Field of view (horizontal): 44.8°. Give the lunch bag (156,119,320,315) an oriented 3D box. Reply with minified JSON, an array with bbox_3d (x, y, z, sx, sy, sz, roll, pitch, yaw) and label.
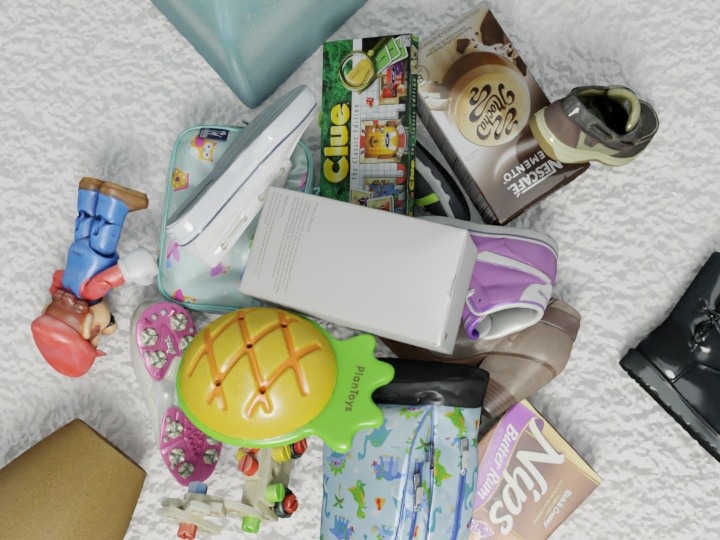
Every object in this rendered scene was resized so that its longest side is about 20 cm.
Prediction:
[{"bbox_3d":[-0.125,-0.054,0.917,0.157,0.077,0.204,7,85,4],"label":"lunch bag"}]

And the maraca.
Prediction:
[{"bbox_3d":[-0.070,0.097,0.781,0.196,0.108,0.139,7,58,12],"label":"maraca"}]

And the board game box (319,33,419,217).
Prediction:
[{"bbox_3d":[0.007,-0.131,0.881,0.103,0.023,0.204,2,92,30],"label":"board game box"}]

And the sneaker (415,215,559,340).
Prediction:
[{"bbox_3d":[0.090,0.010,0.863,0.197,0.073,0.116,2,51,24],"label":"sneaker"}]

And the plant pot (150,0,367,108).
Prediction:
[{"bbox_3d":[-0.119,-0.323,0.879,0.196,0.200,0.197,-43,85,-2],"label":"plant pot"}]

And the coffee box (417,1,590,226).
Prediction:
[{"bbox_3d":[0.134,-0.156,0.911,0.112,0.080,0.202,-32,84,-1],"label":"coffee box"}]

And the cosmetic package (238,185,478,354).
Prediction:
[{"bbox_3d":[0.000,0.000,0.810,0.197,0.085,0.109,15,83,16],"label":"cosmetic package"}]

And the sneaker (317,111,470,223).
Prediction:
[{"bbox_3d":[0.033,-0.104,0.927,0.083,0.072,0.200,-44,79,14],"label":"sneaker"}]

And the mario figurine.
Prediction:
[{"bbox_3d":[-0.271,0.012,0.908,0.104,0.123,0.204,17,88,-16],"label":"mario figurine"}]

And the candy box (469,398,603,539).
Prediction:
[{"bbox_3d":[0.135,0.239,0.889,0.200,0.056,0.117,-44,83,0],"label":"candy box"}]

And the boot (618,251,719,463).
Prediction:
[{"bbox_3d":[0.385,0.099,0.876,0.168,0.076,0.200,-45,78,2],"label":"boot"}]

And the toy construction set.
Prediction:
[{"bbox_3d":[-0.114,0.177,0.865,0.091,0.131,0.203,3,59,34],"label":"toy construction set"}]

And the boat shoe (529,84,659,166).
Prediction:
[{"bbox_3d":[0.247,-0.147,0.857,0.199,0.066,0.073,-11,72,-42],"label":"boat shoe"}]

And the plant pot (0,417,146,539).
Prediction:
[{"bbox_3d":[-0.309,0.256,0.862,0.185,0.187,0.201,37,74,5],"label":"plant pot"}]

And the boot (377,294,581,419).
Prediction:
[{"bbox_3d":[0.121,0.054,0.902,0.199,0.071,0.146,36,72,23],"label":"boot"}]

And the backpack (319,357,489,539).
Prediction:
[{"bbox_3d":[0.034,0.194,0.810,0.161,0.152,0.204,3,100,43],"label":"backpack"}]

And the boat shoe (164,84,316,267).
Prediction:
[{"bbox_3d":[-0.105,-0.091,0.858,0.200,0.073,0.067,-48,115,-7],"label":"boat shoe"}]

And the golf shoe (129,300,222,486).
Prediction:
[{"bbox_3d":[-0.195,0.124,0.915,0.074,0.091,0.204,-15,105,-28],"label":"golf shoe"}]
